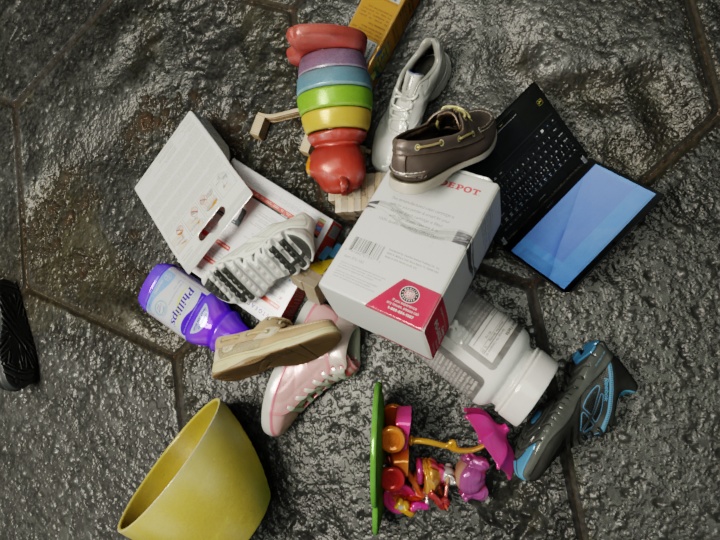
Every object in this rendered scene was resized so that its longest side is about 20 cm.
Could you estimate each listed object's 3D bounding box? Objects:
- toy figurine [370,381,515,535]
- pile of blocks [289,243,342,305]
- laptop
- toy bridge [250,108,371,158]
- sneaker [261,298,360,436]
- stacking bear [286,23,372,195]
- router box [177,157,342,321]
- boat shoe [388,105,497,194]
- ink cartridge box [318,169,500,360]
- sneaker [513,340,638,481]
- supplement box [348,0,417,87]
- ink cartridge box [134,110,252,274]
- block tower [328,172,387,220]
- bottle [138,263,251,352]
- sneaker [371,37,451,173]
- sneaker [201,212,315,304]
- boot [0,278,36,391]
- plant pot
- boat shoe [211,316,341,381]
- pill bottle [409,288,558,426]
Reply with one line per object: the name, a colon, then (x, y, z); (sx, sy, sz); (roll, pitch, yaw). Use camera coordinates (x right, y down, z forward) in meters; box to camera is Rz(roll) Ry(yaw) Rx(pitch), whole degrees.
toy figurine: (0.105, 0.249, 0.717); (0.178, 0.150, 0.206); (2, 105, 5)
pile of blocks: (0.000, 0.000, 0.794); (0.194, 0.063, 0.084); (-7, 55, 3)
laptop: (0.239, -0.109, 0.708); (0.177, 0.103, 0.201); (-43, 101, -4)
toy bridge: (-0.072, -0.210, 0.857); (0.195, 0.027, 0.069); (21, 88, 16)
sneaker: (-0.063, 0.150, 0.786); (0.102, 0.075, 0.205); (20, 85, 21)
stacking bear: (-0.036, -0.205, 0.750); (0.110, 0.121, 0.207); (-5, 94, -7)
router box: (-0.154, -0.041, 0.847); (0.197, 0.049, 0.182); (32, 92, 16)
boat shoe: (0.103, -0.157, 0.659); (0.071, 0.061, 0.198); (25, 45, 35)
ink cartridge box: (0.065, -0.022, 0.669); (0.142, 0.084, 0.203); (21, 68, 28)
sneaker: (0.264, 0.182, 0.679); (0.082, 0.073, 0.200); (42, 76, 4)
supplement box: (0.017, -0.346, 0.830); (0.068, 0.066, 0.203); (30, 92, 12)
ink cartridge box: (-0.249, -0.118, 0.856); (0.160, 0.047, 0.201); (-47, 65, 13)
block tower: (0.054, -0.109, 0.798); (0.194, 0.058, 0.056); (-2, 83, 16)
bottle: (-0.243, 0.068, 0.849); (0.197, 0.065, 0.085); (31, 91, 16)
sneaker: (0.064, -0.235, 0.794); (0.073, 0.087, 0.205); (22, 90, 15)
sneaker: (-0.139, -0.016, 0.784); (0.196, 0.076, 0.082); (-23, 33, 25)
boot: (-0.647, 0.135, 0.941); (0.165, 0.076, 0.204); (-26, 71, 7)
plant pot: (-0.207, 0.303, 0.765); (0.142, 0.200, 0.200); (42, 95, -13)
boat shoe: (-0.118, 0.092, 0.746); (0.195, 0.071, 0.066); (-18, 62, 18)
pill bottle: (0.145, 0.096, 0.719); (0.198, 0.114, 0.115); (37, 93, 15)
